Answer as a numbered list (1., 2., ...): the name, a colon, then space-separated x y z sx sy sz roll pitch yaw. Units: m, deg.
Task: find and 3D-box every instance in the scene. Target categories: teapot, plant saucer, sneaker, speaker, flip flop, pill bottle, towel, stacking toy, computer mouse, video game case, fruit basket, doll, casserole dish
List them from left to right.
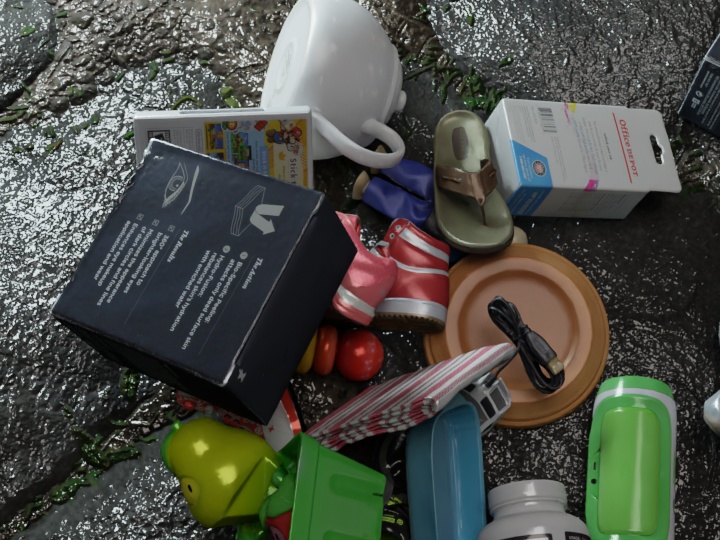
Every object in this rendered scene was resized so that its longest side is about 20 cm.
1. video game case: -0.140 -0.074 1.345 0.181 0.201 0.023 -2 27 -4
2. sneaker: -0.120 0.136 1.275 0.108 0.067 0.202 -18 105 0
3. fruit basket: -0.095 0.224 1.188 0.215 0.216 0.156 7 65 0
4. stacking toy: -0.074 0.078 1.330 0.199 0.085 0.086 11 65 -3
5. sneaker: -0.043 -0.033 1.298 0.200 0.074 0.087 42 90 13
6. teapot: -0.018 -0.203 1.415 0.146 0.197 0.201 16 80 -18
7. sneaker: 0.000 0.000 1.357 0.199 0.071 0.113 6 70 12
8. sneaker: 0.037 0.240 1.245 0.071 0.083 0.200 11 72 3
9. towel: 0.042 0.127 1.224 0.146 0.200 0.030 -30 95 -49
10. casserole dish: 0.082 0.218 1.235 0.039 0.121 0.201 -2 93 27
11. doll: 0.097 -0.071 1.423 0.200 0.048 0.137 29 68 11
12. flip flop: 0.116 -0.102 1.373 0.081 0.058 0.200 -6 56 2
13. computer mouse: 0.111 0.129 1.299 0.110 0.044 0.200 45 104 3
14. plant saucer: 0.165 0.065 1.348 0.199 0.037 0.201 0 76 1
15. pill bottle: 0.170 0.307 1.214 0.112 0.113 0.201 -2 65 -4
16. speaker: 0.272 0.212 1.280 0.088 0.089 0.201 8 65 1

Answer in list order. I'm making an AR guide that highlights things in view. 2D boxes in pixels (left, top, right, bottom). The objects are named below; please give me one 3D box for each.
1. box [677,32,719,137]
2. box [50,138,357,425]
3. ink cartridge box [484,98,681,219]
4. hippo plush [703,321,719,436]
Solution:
1. box: 0.510 -0.232 1.480 0.196 0.124 0.200 31 67 13
2. box: -0.141 0.009 1.187 0.200 0.117 0.197 19 71 25
3. ink cartridge box: 0.246 -0.123 1.430 0.199 0.068 0.115 1 62 -18
4. hippo plush: 0.420 0.080 1.303 0.159 0.200 0.161 5 54 -25
